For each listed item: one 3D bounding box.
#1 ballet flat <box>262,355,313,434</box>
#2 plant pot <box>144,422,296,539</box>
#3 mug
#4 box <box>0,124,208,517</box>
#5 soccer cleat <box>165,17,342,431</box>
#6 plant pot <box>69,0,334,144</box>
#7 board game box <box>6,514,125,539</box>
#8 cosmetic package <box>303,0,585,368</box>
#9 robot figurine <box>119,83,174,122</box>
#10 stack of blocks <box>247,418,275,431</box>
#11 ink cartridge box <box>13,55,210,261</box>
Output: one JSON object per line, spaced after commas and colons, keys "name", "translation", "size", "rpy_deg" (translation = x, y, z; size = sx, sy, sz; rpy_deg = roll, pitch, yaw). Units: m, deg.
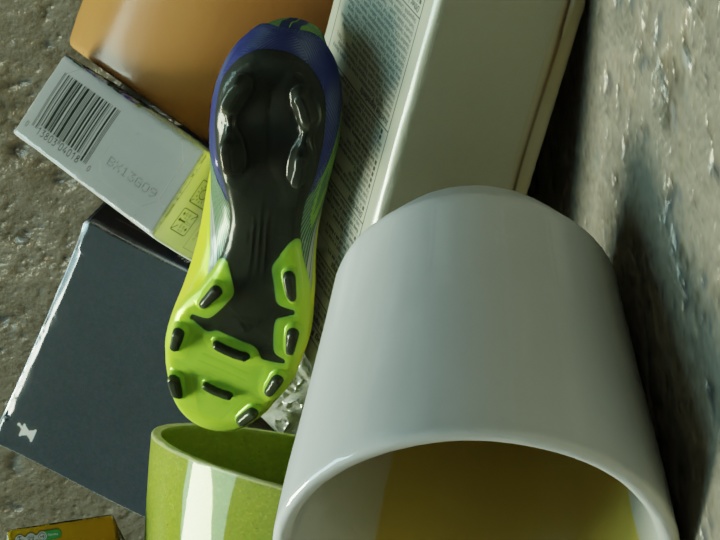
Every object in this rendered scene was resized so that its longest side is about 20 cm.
{"name": "ballet flat", "translation": [0.000, 0.000, 1.266], "size": [0.072, 0.072, 0.201], "rpy_deg": [146, 148, -81]}
{"name": "plant pot", "translation": [-0.029, 0.192, 1.127], "size": [0.187, 0.186, 0.201], "rpy_deg": [-145, 67, -81]}
{"name": "mug", "translation": [0.041, 0.062, 0.918], "size": [0.187, 0.149, 0.153], "rpy_deg": [106, 170, -47]}
{"name": "box", "translation": [-0.113, 0.025, 1.362], "size": [0.149, 0.107, 0.200], "rpy_deg": [-63, -1, 22]}
{"name": "soccer cleat", "translation": [-0.043, -0.019, 1.054], "size": [0.084, 0.064, 0.201], "rpy_deg": [-69, -8, -61]}
{"name": "plant pot", "translation": [-0.052, -0.131, 1.165], "size": [0.140, 0.200, 0.200], "rpy_deg": [-55, 9, 0]}
{"name": "board game box", "translation": [-0.130, 0.224, 1.174], "size": [0.200, 0.056, 0.166], "rpy_deg": [91, 170, -74]}
{"name": "cosmetic package", "translation": [0.024, -0.054, 1.045], "size": [0.104, 0.073, 0.201], "rpy_deg": [-123, 41, -52]}
{"name": "robot figurine", "translation": [-0.052, -0.138, 1.331], "size": [0.145, 0.199, 0.058], "rpy_deg": [-101, 12, -47]}
{"name": "stack of blocks", "translation": [-0.065, 0.138, 1.327], "size": [0.200, 0.058, 0.116], "rpy_deg": [-68, -4, -73]}
{"name": "ink cartridge box", "translation": [-0.071, -0.029, 1.166], "size": [0.109, 0.050, 0.200], "rpy_deg": [35, -178, 35]}
